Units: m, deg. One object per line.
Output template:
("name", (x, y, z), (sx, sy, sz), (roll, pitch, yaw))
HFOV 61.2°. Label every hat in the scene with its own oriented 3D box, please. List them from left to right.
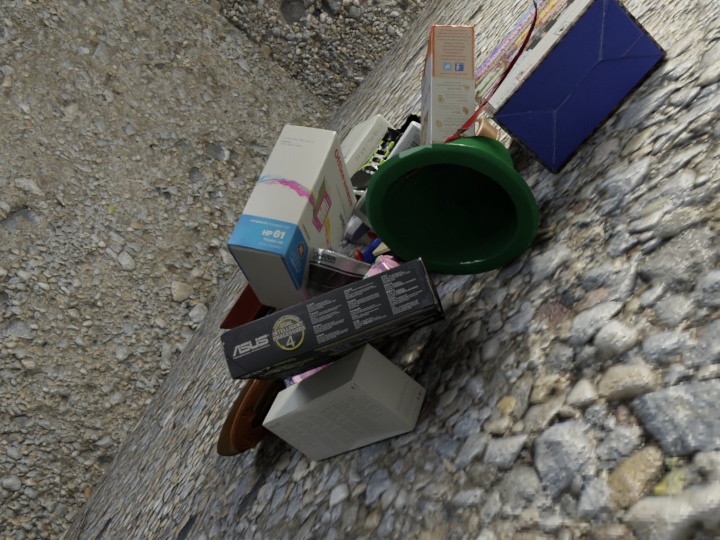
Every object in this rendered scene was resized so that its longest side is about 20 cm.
("hat", (0.117, -0.119, 0.631), (0.198, 0.166, 0.178), (-16, 40, 39))

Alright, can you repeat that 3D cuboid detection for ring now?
("ring", (-0.105, 0.162, 0.832), (0.201, 0.019, 0.201), (-53, -17, -23))

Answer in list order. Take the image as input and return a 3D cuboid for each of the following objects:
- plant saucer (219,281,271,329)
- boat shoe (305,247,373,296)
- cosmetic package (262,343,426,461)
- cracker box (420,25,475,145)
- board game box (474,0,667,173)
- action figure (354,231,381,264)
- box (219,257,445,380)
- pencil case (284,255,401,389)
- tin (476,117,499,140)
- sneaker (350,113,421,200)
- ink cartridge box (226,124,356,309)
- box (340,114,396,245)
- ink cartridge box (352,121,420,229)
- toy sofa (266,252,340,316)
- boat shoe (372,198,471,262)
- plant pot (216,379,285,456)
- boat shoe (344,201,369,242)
("plant saucer", (-0.141, 0.011, 0.993), (0.201, 0.036, 0.200), (-57, 1, 0))
("boat shoe", (-0.015, 0.020, 0.817), (0.199, 0.072, 0.069), (18, -93, -72))
("cosmetic package", (-0.023, 0.146, 0.650), (0.199, 0.082, 0.051), (-35, 23, 49))
("cracker box", (0.106, -0.178, 0.765), (0.134, 0.056, 0.204), (90, -179, -79))
("board game box", (0.219, -0.227, 0.700), (0.160, 0.096, 0.201), (-48, 16, 20))
("action figure", (0.000, 0.000, 0.958), (0.066, 0.051, 0.202), (121, 171, -48))
("box", (-0.017, 0.056, 0.603), (0.197, 0.050, 0.161), (-21, -11, 8))
("pencil case", (-0.006, 0.077, 0.743), (0.201, 0.087, 0.088), (-50, 15, 12))
("tin", (0.129, -0.138, 0.902), (0.201, 0.042, 0.112), (-55, 11, -2))
("sneaker", (0.043, -0.195, 1.005), (0.071, 0.084, 0.200), (24, 54, 37))
("ink cartridge box", (-0.082, -0.068, 0.814), (0.145, 0.083, 0.203), (71, -148, -56))
("box", (0.001, -0.170, 1.179), (0.200, 0.130, 0.200), (-55, 16, -5))
("ink cartridge box", (0.082, -0.143, 0.960), (0.161, 0.047, 0.199), (-55, -17, 18))
("toy sofa", (-0.097, 0.042, 1.101), (0.202, 0.082, 0.097), (-61, 14, -27))
("boat shoe", (0.081, -0.033, 0.746), (0.074, 0.063, 0.200), (-44, 13, -29))
("plant pot", (-0.136, 0.186, 0.885), (0.202, 0.027, 0.201), (-57, -11, -17))
("boat shoe", (0.027, -0.132, 1.050), (0.200, 0.066, 0.070), (-45, -16, -18))
